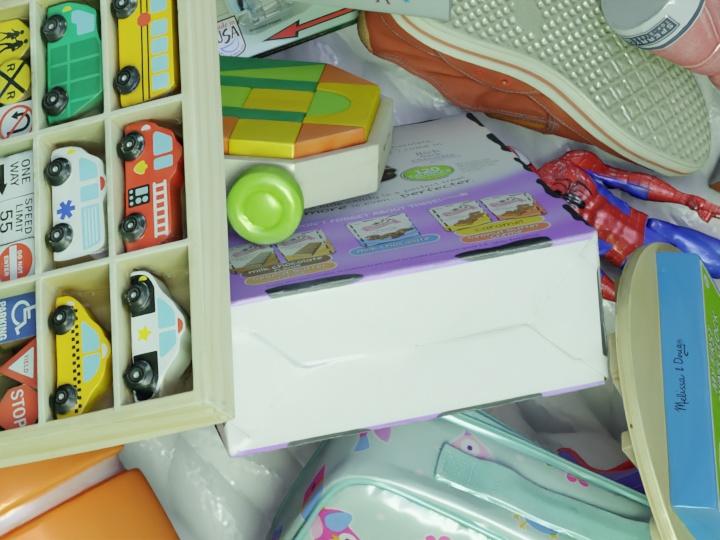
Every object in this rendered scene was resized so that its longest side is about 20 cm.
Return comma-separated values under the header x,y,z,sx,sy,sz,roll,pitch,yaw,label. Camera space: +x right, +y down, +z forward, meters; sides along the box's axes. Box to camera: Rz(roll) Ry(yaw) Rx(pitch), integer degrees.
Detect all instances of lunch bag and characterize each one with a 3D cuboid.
x,y,z,sx,sy,sz,roll,pitch,yaw,label
0.060,0.142,1.209,0.199,0.161,0.077,25,42,-7,lunch bag

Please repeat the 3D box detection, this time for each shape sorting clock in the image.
x,y,z,sx,sy,sz,roll,pitch,yaw,label
0.153,0.085,1.165,0.039,0.200,0.201,-15,88,20,shape sorting clock

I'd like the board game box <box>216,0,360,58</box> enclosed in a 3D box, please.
x,y,z,sx,sy,sz,roll,pitch,yaw,label
-0.004,-0.191,1.291,0.199,0.029,0.135,-21,90,-11,board game box

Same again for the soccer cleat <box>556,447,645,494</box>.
x,y,z,sx,sy,sz,roll,pitch,yaw,label
0.189,0.094,1.285,0.199,0.068,0.074,-17,85,-8,soccer cleat

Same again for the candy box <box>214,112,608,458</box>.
x,y,z,sx,sy,sz,roll,pitch,yaw,label
0.000,0.000,1.186,0.166,0.200,0.072,-11,110,-10,candy box

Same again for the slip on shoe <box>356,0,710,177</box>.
x,y,z,sx,sy,sz,roll,pitch,yaw,label
0.085,-0.098,1.280,0.199,0.061,0.075,22,60,-25,slip on shoe

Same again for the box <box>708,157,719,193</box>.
x,y,z,sx,sy,sz,roll,pitch,yaw,label
0.261,-0.065,1.240,0.124,0.200,0.098,26,82,-6,box

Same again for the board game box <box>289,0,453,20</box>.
x,y,z,sx,sy,sz,roll,pitch,yaw,label
-0.017,-0.221,1.225,0.146,0.064,0.201,8,61,4,board game box

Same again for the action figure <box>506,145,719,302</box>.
x,y,z,sx,sy,sz,roll,pitch,yaw,label
0.147,-0.006,1.295,0.199,0.052,0.066,29,85,-4,action figure

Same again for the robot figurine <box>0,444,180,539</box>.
x,y,z,sx,sy,sz,roll,pitch,yaw,label
-0.128,0.140,1.145,0.143,0.117,0.201,-28,87,-33,robot figurine

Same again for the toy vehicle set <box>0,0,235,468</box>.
x,y,z,sx,sy,sz,roll,pitch,yaw,label
-0.116,-0.025,1.095,0.123,0.027,0.201,-13,66,21,toy vehicle set

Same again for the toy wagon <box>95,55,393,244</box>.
x,y,z,sx,sy,sz,roll,pitch,yaw,label
-0.087,-0.061,1.190,0.198,0.155,0.040,5,112,5,toy wagon

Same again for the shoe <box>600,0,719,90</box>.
x,y,z,sx,sy,sz,roll,pitch,yaw,label
0.170,-0.185,1.306,0.091,0.071,0.201,27,60,-38,shoe
